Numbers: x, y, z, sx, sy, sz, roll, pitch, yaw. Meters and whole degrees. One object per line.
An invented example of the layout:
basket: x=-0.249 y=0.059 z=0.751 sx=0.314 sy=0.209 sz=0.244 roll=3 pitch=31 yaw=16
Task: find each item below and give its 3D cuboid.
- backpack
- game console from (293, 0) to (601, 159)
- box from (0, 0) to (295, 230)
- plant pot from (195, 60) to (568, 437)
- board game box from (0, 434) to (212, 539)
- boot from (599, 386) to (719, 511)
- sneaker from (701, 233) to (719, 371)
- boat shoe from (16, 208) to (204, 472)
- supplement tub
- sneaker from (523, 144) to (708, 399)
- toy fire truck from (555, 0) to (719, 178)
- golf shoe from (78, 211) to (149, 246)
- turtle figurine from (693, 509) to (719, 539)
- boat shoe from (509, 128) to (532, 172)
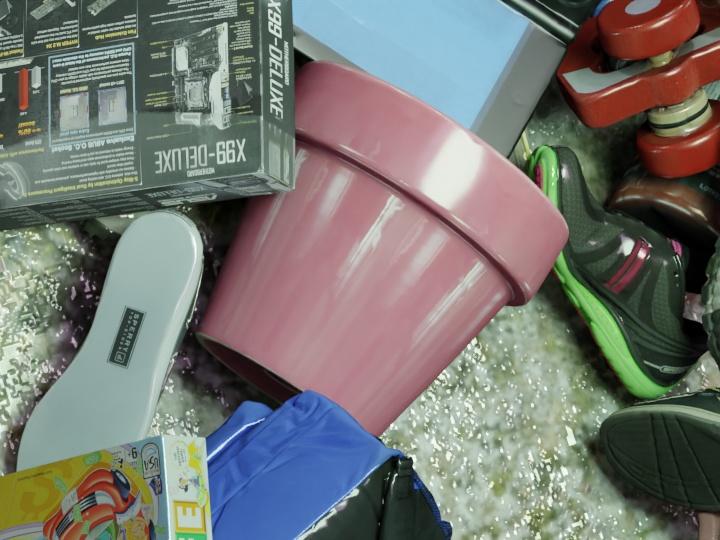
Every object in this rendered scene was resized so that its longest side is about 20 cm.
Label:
backpack: x=-0.027 y=0.184 z=1.589 sx=0.162 sy=0.168 sz=0.200 roll=-38 pitch=128 yaw=-12
game console: x=0.057 y=-0.196 z=1.681 sx=0.200 sy=0.176 sz=0.117 roll=32 pitch=37 yaw=-7
box: x=-0.138 y=-0.115 z=1.613 sx=0.050 sy=0.199 sz=0.158 roll=30 pitch=55 yaw=-65
plant pot: x=0.000 y=0.000 z=1.648 sx=0.200 sy=0.200 sz=0.179 roll=35 pitch=80 yaw=-13
board game box: x=-0.162 y=0.175 z=1.512 sx=0.034 sy=0.200 sz=0.135 roll=8 pitch=71 yaw=-47
boot: x=0.272 y=0.085 z=1.749 sx=0.154 sy=0.203 sz=0.074 roll=-44 pitch=123 yaw=-47
sneaker: x=0.271 y=-0.020 z=1.684 sx=0.084 sy=0.074 sz=0.201 roll=7 pitch=94 yaw=-21
boat shoe: x=-0.145 y=0.059 z=1.621 sx=0.070 sy=0.066 sz=0.201 roll=19 pitch=89 yaw=10
supplement tub: x=0.253 y=-0.088 z=1.828 sx=0.107 sy=0.107 sz=0.200 roll=39 pitch=63 yaw=-11
sneaker: x=0.167 y=-0.009 z=1.754 sx=0.084 sy=0.077 sz=0.200 roll=-31 pitch=120 yaw=4
toy fire truck: x=0.221 y=-0.157 z=1.768 sx=0.199 sy=0.168 sz=0.112 roll=-23 pitch=115 yaw=-1
golf shoe: x=-0.127 y=-0.111 z=1.668 sx=0.077 sy=0.088 sz=0.201 roll=21 pitch=70 yaw=-20
turtle figurine: x=0.230 y=0.244 z=1.681 sx=0.144 sy=0.194 sz=0.200 roll=47 pitch=65 yaw=-9
boat shoe: x=0.061 y=-0.147 z=1.773 sx=0.060 sy=0.072 sz=0.202 roll=-13 pitch=84 yaw=-27
